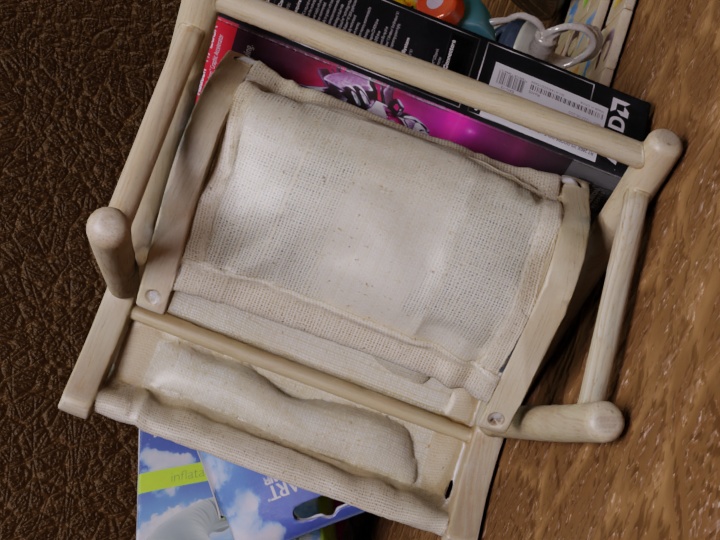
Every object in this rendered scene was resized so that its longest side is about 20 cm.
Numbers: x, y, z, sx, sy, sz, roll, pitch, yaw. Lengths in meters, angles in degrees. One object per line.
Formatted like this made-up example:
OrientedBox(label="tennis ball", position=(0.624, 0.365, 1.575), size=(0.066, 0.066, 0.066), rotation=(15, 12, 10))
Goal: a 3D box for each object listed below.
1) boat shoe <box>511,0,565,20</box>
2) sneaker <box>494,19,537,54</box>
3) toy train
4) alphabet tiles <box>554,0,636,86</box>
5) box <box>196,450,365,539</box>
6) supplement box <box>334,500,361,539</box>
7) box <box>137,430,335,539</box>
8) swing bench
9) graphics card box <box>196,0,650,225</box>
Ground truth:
OrientedBox(label="boat shoe", position=(0.120, -0.206, 0.890), size=(0.063, 0.073, 0.200), rotation=(-47, 9, -2))
OrientedBox(label="sneaker", position=(0.074, -0.146, 1.017), size=(0.200, 0.084, 0.075), rotation=(-179, 109, -85))
OrientedBox(label="toy train", position=(0.038, -0.092, 0.786), size=(0.200, 0.150, 0.056), rotation=(125, 143, -48))
OrientedBox(label="alphabet tiles", position=(0.113, -0.089, 0.794), size=(0.167, 0.008, 0.201), rotation=(133, 157, -78))
OrientedBox(label="box", position=(-0.051, 0.052, 0.838), size=(0.048, 0.122, 0.201), rotation=(-106, -5, -87))
OrientedBox(label="supplement box", position=(-0.055, 0.147, 1.016), size=(0.101, 0.103, 0.200), rotation=(72, -152, -50))
OrientedBox(label="box", position=(-0.078, 0.157, 0.908), size=(0.048, 0.122, 0.200), rotation=(73, -172, -50))
OrientedBox(label="swing bench", position=(-0.006, 0.008, 0.591), size=(0.200, 0.198, 0.130), rotation=(120, 169, -63))
OrientedBox(label="graphics card box", position=(0.013, -0.059, 0.641), size=(0.126, 0.199, 0.051), rotation=(119, 171, -56))
